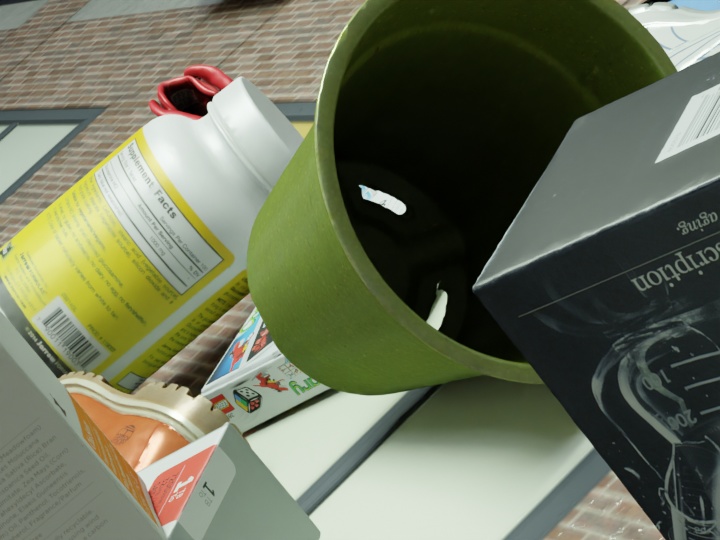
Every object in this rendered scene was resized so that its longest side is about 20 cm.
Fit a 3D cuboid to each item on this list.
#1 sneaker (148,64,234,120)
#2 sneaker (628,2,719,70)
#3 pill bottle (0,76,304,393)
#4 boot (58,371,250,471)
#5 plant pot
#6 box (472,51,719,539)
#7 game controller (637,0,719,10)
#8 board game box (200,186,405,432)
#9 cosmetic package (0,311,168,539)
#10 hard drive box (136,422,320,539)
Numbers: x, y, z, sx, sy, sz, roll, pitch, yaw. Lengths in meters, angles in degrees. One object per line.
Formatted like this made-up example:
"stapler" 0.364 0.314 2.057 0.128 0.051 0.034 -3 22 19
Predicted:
"sneaker" -0.094 -0.085 1.934 0.078 0.116 0.200 -46 18 -22
"sneaker" 0.163 -0.088 1.471 0.200 0.075 0.087 -22 28 47
"pill bottle" -0.117 -0.015 1.709 0.200 0.113 0.113 -39 16 7
"boot" -0.147 0.115 1.603 0.107 0.075 0.200 -51 20 -20
"plant pot" 0.034 -0.023 1.411 0.200 0.200 0.190 -48 7 -28
"box" 0.175 0.014 0.969 0.199 0.182 0.104 -25 21 40
"game controller" 0.159 -0.115 1.599 0.199 0.042 0.104 -32 17 25
"board game box" 0.000 0.000 1.648 0.126 0.035 0.200 -28 20 37
"cosmetic package" -0.174 0.057 1.307 0.071 0.200 0.101 -39 17 -1
"hard drive box" -0.132 0.178 1.389 0.199 0.077 0.156 -29 20 31
